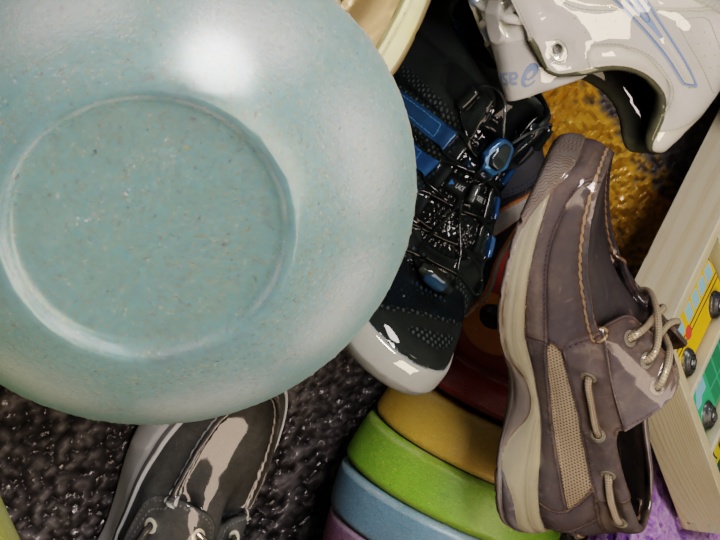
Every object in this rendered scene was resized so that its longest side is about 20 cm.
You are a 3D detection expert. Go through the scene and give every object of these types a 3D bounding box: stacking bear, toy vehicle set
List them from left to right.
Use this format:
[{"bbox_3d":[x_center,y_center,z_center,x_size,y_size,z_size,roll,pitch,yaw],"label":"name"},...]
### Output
[{"bbox_3d":[0.050,0.079,1.307,0.114,0.121,0.201,11,106,-58],"label":"stacking bear"},{"bbox_3d":[0.175,0.004,1.307,0.200,0.026,0.125,-60,140,-37],"label":"toy vehicle set"}]

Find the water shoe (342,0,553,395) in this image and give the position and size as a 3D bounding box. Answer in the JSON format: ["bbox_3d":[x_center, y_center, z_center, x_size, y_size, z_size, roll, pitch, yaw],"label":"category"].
[{"bbox_3d":[0.032,-0.047,1.140,0.071,0.201,0.079,30,138,-30],"label":"water shoe"}]

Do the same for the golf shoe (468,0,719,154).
[{"bbox_3d":[0.068,-0.115,1.094,0.199,0.078,0.098,28,85,-24],"label":"golf shoe"}]

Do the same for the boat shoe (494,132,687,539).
[{"bbox_3d":[0.099,0.029,1.183,0.075,0.073,0.201,-66,161,-45],"label":"boat shoe"}]

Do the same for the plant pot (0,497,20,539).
[{"bbox_3d":[-0.207,0.109,1.082,0.200,0.184,0.201,-19,130,-24],"label":"plant pot"}]

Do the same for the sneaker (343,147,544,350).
[{"bbox_3d":[0.000,0.000,1.228,0.200,0.078,0.080,-33,129,-14],"label":"sneaker"}]

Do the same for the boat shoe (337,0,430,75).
[{"bbox_3d":[-0.041,-0.073,1.154,0.063,0.073,0.201,33,107,-21],"label":"boat shoe"}]

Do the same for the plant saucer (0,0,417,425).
[{"bbox_3d":[-0.078,-0.023,1.044,0.200,0.039,0.202,-1,117,-2],"label":"plant saucer"}]

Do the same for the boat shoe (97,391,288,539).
[{"bbox_3d":[-0.082,0.128,1.278,0.068,0.057,0.201,14,112,-42],"label":"boat shoe"}]

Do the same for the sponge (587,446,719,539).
[{"bbox_3d":[0.173,0.143,1.343,0.030,0.112,0.200,-24,131,31],"label":"sponge"}]
